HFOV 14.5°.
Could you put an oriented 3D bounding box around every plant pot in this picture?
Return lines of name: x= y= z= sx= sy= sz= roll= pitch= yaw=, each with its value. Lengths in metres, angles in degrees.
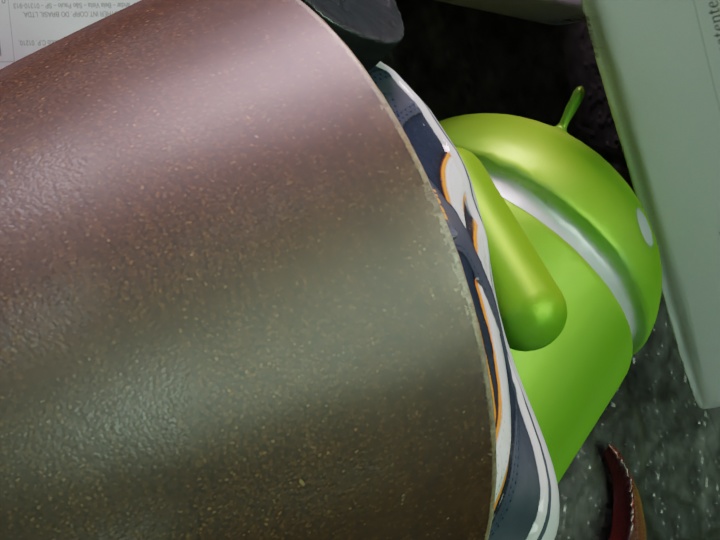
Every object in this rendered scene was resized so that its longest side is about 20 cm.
plant pot: x=-0.098 y=0.038 z=0.735 sx=0.199 sy=0.187 sz=0.188 roll=-20 pitch=101 yaw=-27

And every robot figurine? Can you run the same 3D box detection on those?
robot figurine: x=0.027 y=0.030 z=0.973 sx=0.200 sy=0.115 sz=0.176 roll=-55 pitch=161 yaw=-26

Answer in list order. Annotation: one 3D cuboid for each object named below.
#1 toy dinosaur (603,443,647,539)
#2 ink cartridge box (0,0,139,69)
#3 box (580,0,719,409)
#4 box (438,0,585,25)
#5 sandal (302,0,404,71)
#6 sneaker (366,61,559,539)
toy dinosaur: x=0.066 y=0.179 z=1.059 sx=0.181 sy=0.200 sz=0.105 roll=-16 pitch=124 yaw=-17
ink cartridge box: x=-0.121 y=-0.069 z=0.865 sx=0.136 sy=0.076 sz=0.201 roll=-6 pitch=88 yaw=-46
box: x=0.166 y=-0.092 z=1.057 sx=0.199 sy=0.130 sz=0.201 roll=-82 pitch=158 yaw=-52
box: x=0.021 y=-0.177 z=1.062 sx=0.200 sy=0.036 sz=0.145 roll=7 pitch=80 yaw=-47
sandal: x=-0.033 y=-0.151 z=0.923 sx=0.075 sy=0.048 sz=0.201 roll=8 pitch=44 yaw=-51
sneaker: x=0.000 y=0.000 z=0.866 sx=0.079 sy=0.078 sz=0.201 roll=37 pitch=25 yaw=-59
